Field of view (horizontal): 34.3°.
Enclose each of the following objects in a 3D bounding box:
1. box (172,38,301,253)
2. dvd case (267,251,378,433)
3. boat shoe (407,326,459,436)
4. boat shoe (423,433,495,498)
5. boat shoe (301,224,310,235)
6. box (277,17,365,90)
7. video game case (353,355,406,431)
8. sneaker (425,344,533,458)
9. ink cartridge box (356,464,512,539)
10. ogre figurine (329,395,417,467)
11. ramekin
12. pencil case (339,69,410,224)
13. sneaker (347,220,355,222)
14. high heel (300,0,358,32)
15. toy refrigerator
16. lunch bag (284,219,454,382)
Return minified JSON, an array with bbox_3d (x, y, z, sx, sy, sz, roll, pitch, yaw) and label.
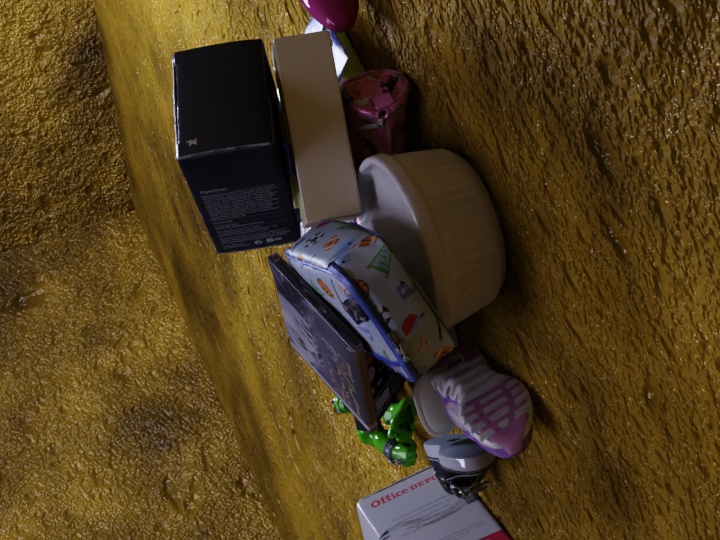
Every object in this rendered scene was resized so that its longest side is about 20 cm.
[{"bbox_3d":[-0.137,-0.136,1.312,0.200,0.103,0.149,77,-175,-61],"label":"box"},{"bbox_3d":[-0.039,0.082,1.262,0.149,0.016,0.200,45,163,27],"label":"dvd case"},{"bbox_3d":[0.083,0.100,1.413,0.060,0.072,0.203,-152,52,-65],"label":"boat shoe"},{"bbox_3d":[0.124,0.243,1.429,0.199,0.073,0.069,157,97,-74],"label":"boat shoe"},{"bbox_3d":[-0.042,0.002,1.713,0.069,0.070,0.201,141,111,-75],"label":"boat shoe"},{"bbox_3d":[-0.056,-0.211,1.431,0.201,0.047,0.122,-60,40,36],"label":"box"},{"bbox_3d":[0.025,0.062,1.401,0.025,0.200,0.182,1,117,25],"label":"video game case"},{"bbox_3d":[0.140,0.159,1.292,0.200,0.080,0.089,-132,20,-64],"label":"sneaker"},{"bbox_3d":[0.101,0.358,1.510,0.200,0.144,0.084,47,155,54],"label":"ink cartridge box"},{"bbox_3d":[0.021,0.184,1.689,0.120,0.098,0.201,-17,108,56],"label":"ogre figurine"},{"bbox_3d":[0.076,-0.036,1.233,0.202,0.094,0.204,160,90,-75],"label":"ramekin"},{"bbox_3d":[0.024,-0.127,1.332,0.082,0.087,0.201,20,135,29],"label":"pencil case"},{"bbox_3d":[0.000,0.000,1.487,0.074,0.079,0.201,-102,-3,-65],"label":"sneaker"},{"bbox_3d":[-0.052,-0.366,1.321,0.096,0.067,0.201,78,169,-62],"label":"high heel"},{"bbox_3d":[-0.052,-0.152,1.278,0.076,0.069,0.202,162,97,-84],"label":"toy refrigerator"},{"bbox_3d":[0.009,0.032,1.183,0.161,0.075,0.200,57,168,-23],"label":"lunch bag"}]
